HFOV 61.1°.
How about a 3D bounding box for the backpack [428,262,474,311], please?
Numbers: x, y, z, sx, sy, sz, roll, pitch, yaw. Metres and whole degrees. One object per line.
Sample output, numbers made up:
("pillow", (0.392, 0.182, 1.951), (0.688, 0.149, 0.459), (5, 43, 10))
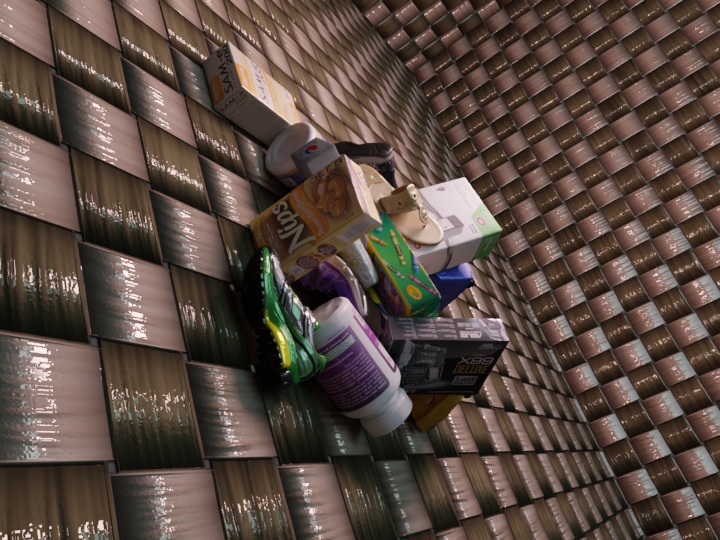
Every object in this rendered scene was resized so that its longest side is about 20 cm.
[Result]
("backpack", (0.105, 0.011, 1.272), (0.167, 0.200, 0.163), (6, 53, -25))

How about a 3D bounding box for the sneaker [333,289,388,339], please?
("sneaker", (0.015, 0.110, 1.080), (0.199, 0.080, 0.115), (26, 37, -58))

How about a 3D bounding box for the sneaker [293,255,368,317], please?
("sneaker", (-0.062, 0.012, 0.997), (0.200, 0.083, 0.081), (45, -7, 27))

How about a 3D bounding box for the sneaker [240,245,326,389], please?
("sneaker", (-0.107, 0.060, 0.836), (0.085, 0.078, 0.201), (-6, 71, -36))

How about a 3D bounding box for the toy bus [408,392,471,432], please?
("toy bus", (0.124, 0.184, 1.187), (0.192, 0.136, 0.200), (46, 23, 1))

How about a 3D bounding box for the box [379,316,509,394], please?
("box", (0.125, 0.145, 1.020), (0.199, 0.158, 0.050), (3, 46, -14))

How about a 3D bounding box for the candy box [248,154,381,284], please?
("candy box", (-0.075, -0.073, 0.945), (0.055, 0.200, 0.116), (29, 35, -52))

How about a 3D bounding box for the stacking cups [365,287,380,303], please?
("stacking cups", (0.000, 0.000, 1.223), (0.060, 0.060, 0.201), (26, 39, -57))

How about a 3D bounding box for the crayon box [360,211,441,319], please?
("crayon box", (0.061, 0.013, 1.056), (0.119, 0.058, 0.200), (92, -27, -55))

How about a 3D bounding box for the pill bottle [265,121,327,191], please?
("pill bottle", (-0.081, -0.185, 1.206), (0.200, 0.119, 0.120), (41, 27, -42))

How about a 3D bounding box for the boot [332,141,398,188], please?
("boot", (-0.001, -0.195, 1.313), (0.074, 0.203, 0.154), (-49, 132, -35))

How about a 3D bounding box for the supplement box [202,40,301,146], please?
("supplement box", (-0.202, -0.329, 1.184), (0.200, 0.073, 0.126), (27, 37, -55))

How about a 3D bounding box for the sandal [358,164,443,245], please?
("sandal", (0.067, -0.131, 1.086), (0.212, 0.070, 0.078), (42, 58, 15))

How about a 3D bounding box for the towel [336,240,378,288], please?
("towel", (-0.040, -0.047, 1.088), (0.172, 0.048, 0.200), (58, -13, -5))

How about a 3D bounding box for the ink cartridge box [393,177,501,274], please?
("ink cartridge box", (0.142, -0.080, 1.163), (0.146, 0.199, 0.084), (60, -26, 26))

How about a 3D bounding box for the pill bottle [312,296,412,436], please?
("pill bottle", (-0.010, 0.149, 0.922), (0.200, 0.112, 0.112), (55, 20, -12))

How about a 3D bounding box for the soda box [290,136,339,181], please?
("soda box", (-0.049, -0.142, 1.127), (0.068, 0.063, 0.200), (34, -22, 49))
